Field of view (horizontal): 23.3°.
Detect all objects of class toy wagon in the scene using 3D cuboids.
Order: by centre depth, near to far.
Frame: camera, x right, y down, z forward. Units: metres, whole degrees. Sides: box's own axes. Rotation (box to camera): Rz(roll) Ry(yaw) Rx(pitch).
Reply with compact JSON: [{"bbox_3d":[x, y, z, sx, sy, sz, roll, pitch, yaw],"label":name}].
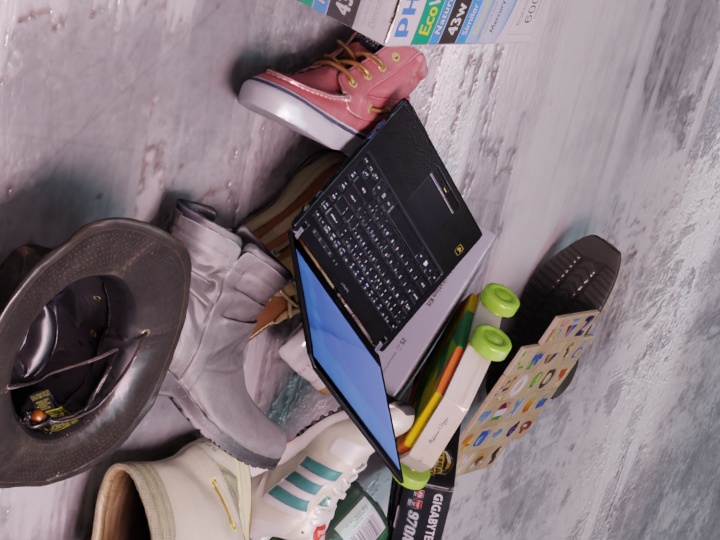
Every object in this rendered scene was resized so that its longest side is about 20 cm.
[{"bbox_3d":[0.078,0.081,1.434,0.156,0.039,0.200,-61,-175,30],"label":"toy wagon"}]

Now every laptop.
[{"bbox_3d":[0.030,0.015,1.266,0.200,0.103,0.178,-48,141,-12],"label":"laptop"}]

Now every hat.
[{"bbox_3d":[-0.196,0.039,1.106,0.200,0.081,0.202,-34,145,-29],"label":"hat"}]

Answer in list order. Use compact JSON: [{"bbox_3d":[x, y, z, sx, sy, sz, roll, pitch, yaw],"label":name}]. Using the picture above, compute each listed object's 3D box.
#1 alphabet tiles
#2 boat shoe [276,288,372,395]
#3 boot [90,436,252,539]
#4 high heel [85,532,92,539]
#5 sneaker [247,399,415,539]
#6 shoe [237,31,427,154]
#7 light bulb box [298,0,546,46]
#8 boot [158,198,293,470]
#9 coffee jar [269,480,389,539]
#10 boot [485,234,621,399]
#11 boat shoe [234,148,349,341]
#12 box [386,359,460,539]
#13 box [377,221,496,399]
[{"bbox_3d":[0.157,0.120,1.693,0.201,0.006,0.166,-58,157,20],"label":"alphabet tiles"},{"bbox_3d":[0.000,0.000,1.397,0.201,0.069,0.071,-60,-168,-25],"label":"boat shoe"},{"bbox_3d":[-0.135,0.232,1.314,0.154,0.072,0.202,-7,92,-64],"label":"boot"},{"bbox_3d":[-0.222,0.285,1.297,0.200,0.067,0.097,-44,137,-34],"label":"high heel"},{"bbox_3d":[-0.032,0.173,1.387,0.199,0.094,0.070,-27,165,20],"label":"sneaker"},{"bbox_3d":[-0.015,-0.136,1.253,0.200,0.071,0.092,15,100,-65],"label":"shoe"},{"bbox_3d":[0.053,-0.265,1.180,0.199,0.124,0.200,-13,127,-55],"label":"light bulb box"},{"bbox_3d":[-0.088,0.048,1.231,0.132,0.070,0.200,-50,131,-2],"label":"boot"},{"bbox_3d":[-0.073,0.259,1.479,0.200,0.104,0.086,-46,132,-22],"label":"coffee jar"},{"bbox_3d":[0.213,0.052,1.799,0.201,0.077,0.138,-54,158,16],"label":"boot"},{"bbox_3d":[-0.053,-0.005,1.301,0.200,0.074,0.076,-51,150,-17],"label":"boat shoe"},{"bbox_3d":[0.056,0.184,1.571,0.201,0.046,0.160,-79,180,-55],"label":"box"},{"bbox_3d":[0.053,0.040,1.473,0.156,0.041,0.200,-57,176,-6],"label":"box"}]
